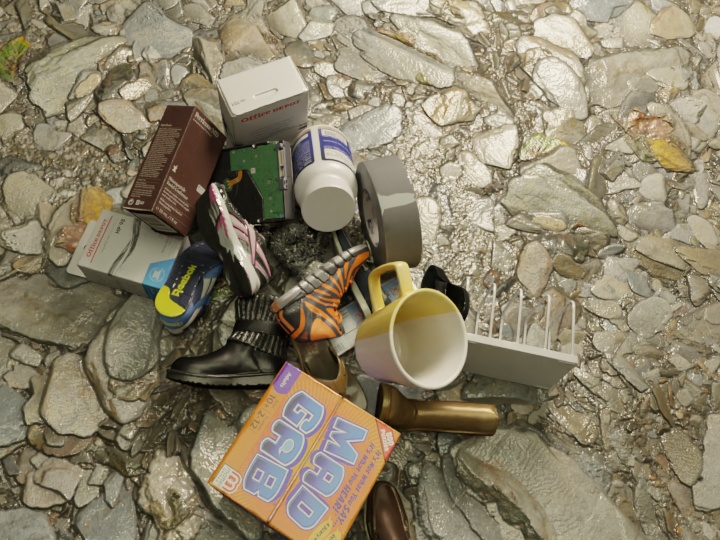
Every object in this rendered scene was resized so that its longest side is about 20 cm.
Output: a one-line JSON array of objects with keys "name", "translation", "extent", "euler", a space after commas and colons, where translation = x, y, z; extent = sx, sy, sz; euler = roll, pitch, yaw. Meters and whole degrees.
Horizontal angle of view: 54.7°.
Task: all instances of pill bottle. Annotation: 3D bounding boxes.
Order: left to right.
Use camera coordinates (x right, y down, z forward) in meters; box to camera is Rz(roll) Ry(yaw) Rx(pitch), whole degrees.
[{"name": "pill bottle", "translation": [-0.065, -0.166, 1.252], "extent": [0.114, 0.117, 0.201], "euler": [-2, 40, -6]}]

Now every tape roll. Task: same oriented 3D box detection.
[{"name": "tape roll", "translation": [0.047, -0.098, 1.226], "extent": [0.065, 0.201, 0.202], "euler": [-13, 69, -9]}]

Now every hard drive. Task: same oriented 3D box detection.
[{"name": "hard drive", "translation": [-0.212, -0.150, 1.244], "extent": [0.198, 0.038, 0.142], "euler": [-4, 90, 26]}]

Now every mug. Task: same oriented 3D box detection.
[{"name": "mug", "translation": [0.071, 0.099, 1.114], "extent": [0.148, 0.153, 0.189], "euler": [24, 67, -25]}]

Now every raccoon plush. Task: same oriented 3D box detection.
[{"name": "raccoon plush", "translation": [-0.130, -0.008, 1.259], "extent": [0.198, 0.097, 0.136], "euler": [0, 80, 28]}]

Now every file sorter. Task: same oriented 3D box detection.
[{"name": "file sorter", "translation": [0.255, 0.106, 1.196], "extent": [0.197, 0.139, 0.126], "euler": [12, 64, 0]}]

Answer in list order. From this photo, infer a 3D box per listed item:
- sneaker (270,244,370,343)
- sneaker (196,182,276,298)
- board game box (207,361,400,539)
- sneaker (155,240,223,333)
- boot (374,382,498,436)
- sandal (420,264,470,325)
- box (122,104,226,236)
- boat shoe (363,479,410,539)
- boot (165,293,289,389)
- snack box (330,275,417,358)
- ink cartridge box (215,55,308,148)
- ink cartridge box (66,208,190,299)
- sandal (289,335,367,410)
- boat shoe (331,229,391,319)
[{"name": "sneaker", "translation": [-0.044, 0.048, 1.159], "extent": [0.199, 0.078, 0.113], "euler": [-37, 92, -17]}, {"name": "sneaker", "translation": [-0.211, -0.055, 1.200], "extent": [0.086, 0.080, 0.202], "euler": [-24, 94, -47]}, {"name": "board game box", "translation": [-0.082, 0.296, 1.053], "extent": [0.198, 0.200, 0.201], "euler": [30, 69, 8]}, {"name": "sneaker", "translation": [-0.293, 0.025, 1.221], "extent": [0.073, 0.083, 0.201], "euler": [18, 47, 12]}, {"name": "boot", "translation": [0.123, 0.226, 1.117], "extent": [0.197, 0.175, 0.067], "euler": [5, 74, 1]}, {"name": "sandal", "translation": [0.130, 0.044, 1.184], "extent": [0.047, 0.201, 0.076], "euler": [19, 102, -18]}, {"name": "box", "translation": [-0.313, -0.170, 1.189], "extent": [0.074, 0.100, 0.202], "euler": [7, 71, 28]}, {"name": "boat shoe", "translation": [0.054, 0.426, 1.074], "extent": [0.074, 0.075, 0.205], "euler": [-4, 69, -18]}, {"name": "boot", "translation": [-0.218, 0.119, 1.178], "extent": [0.208, 0.079, 0.160], "euler": [3, 74, -15]}, {"name": "snack box", "translation": [0.017, 0.080, 1.246], "extent": [0.199, 0.024, 0.072], "euler": [-30, 72, -15]}, {"name": "ink cartridge box", "translation": [-0.177, -0.280, 1.283], "extent": [0.145, 0.200, 0.087], "euler": [-22, 71, -14]}, {"name": "ink cartridge box", "translation": [-0.416, -0.030, 1.231], "extent": [0.198, 0.067, 0.117], "euler": [15, 67, 2]}, {"name": "sandal", "translation": [-0.055, 0.166, 1.168], "extent": [0.080, 0.054, 0.202], "euler": [-29, 94, -15]}, {"name": "boat shoe", "translation": [0.000, 0.000, 1.236], "extent": [0.061, 0.075, 0.201], "euler": [-21, 52, -7]}]
